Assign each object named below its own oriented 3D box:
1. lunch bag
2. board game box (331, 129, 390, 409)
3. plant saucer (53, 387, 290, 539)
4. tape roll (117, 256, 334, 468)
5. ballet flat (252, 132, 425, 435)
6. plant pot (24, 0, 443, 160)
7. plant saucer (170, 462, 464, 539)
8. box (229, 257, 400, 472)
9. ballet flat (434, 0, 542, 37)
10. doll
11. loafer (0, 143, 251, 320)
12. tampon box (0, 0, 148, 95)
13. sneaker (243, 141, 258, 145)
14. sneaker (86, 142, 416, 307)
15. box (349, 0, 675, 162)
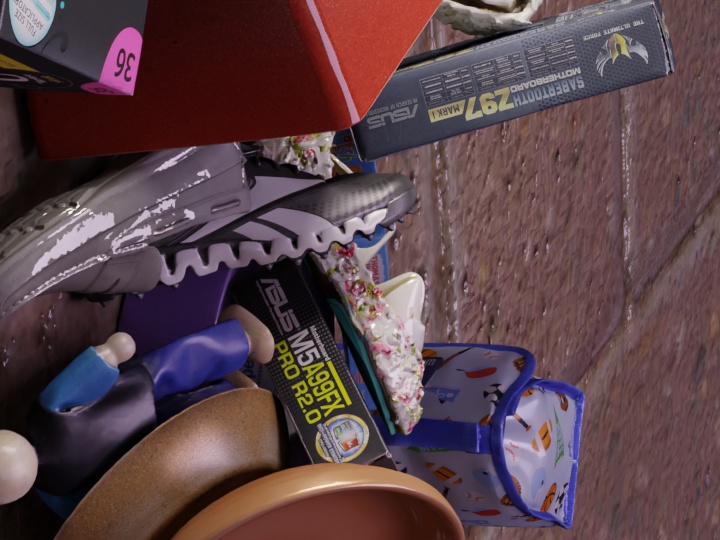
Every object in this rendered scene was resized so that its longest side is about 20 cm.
[{"bbox_3d":[0.052,0.113,1.967,0.200,0.169,0.124,19,74,-68],"label":"lunch bag"},{"bbox_3d":[-0.004,-0.032,1.852,0.200,0.036,0.152,-99,-178,-47],"label":"board game box"},{"bbox_3d":[-0.105,0.155,1.609,0.200,0.035,0.200,-39,154,-23],"label":"plant saucer"},{"bbox_3d":[-0.081,0.057,1.752,0.200,0.065,0.201,6,90,-69],"label":"tape roll"},{"bbox_3d":[0.000,0.000,1.691,0.201,0.064,0.076,62,-4,-2],"label":"ballet flat"},{"bbox_3d":[-0.083,-0.192,1.536,0.200,0.199,0.177,-58,136,-50],"label":"plant pot"},{"bbox_3d":[-0.039,0.173,1.585,0.200,0.200,0.038,65,0,-53],"label":"plant saucer"},{"bbox_3d":[-0.006,0.109,1.691,0.160,0.044,0.200,62,-2,38],"label":"box"},{"bbox_3d":[0.034,-0.197,1.680,0.200,0.072,0.072,25,69,-36],"label":"ballet flat"},{"bbox_3d":[-0.135,0.087,1.559,0.200,0.048,0.137,-21,134,-44],"label":"doll"},{"bbox_3d":[-0.134,-0.016,1.519,0.200,0.070,0.070,-34,104,-33],"label":"loafer"},{"bbox_3d":[-0.178,-0.197,1.348,0.150,0.126,0.201,18,78,-68],"label":"tampon box"},{"bbox_3d":[-0.082,-0.085,1.740,0.090,0.070,0.200,-40,152,-19],"label":"sneaker"},{"bbox_3d":[-0.068,-0.044,1.620,0.066,0.199,0.091,-147,-135,-82],"label":"sneaker"},{"bbox_3d":[0.094,-0.123,1.755,0.158,0.199,0.051,-54,128,-80],"label":"box"}]
